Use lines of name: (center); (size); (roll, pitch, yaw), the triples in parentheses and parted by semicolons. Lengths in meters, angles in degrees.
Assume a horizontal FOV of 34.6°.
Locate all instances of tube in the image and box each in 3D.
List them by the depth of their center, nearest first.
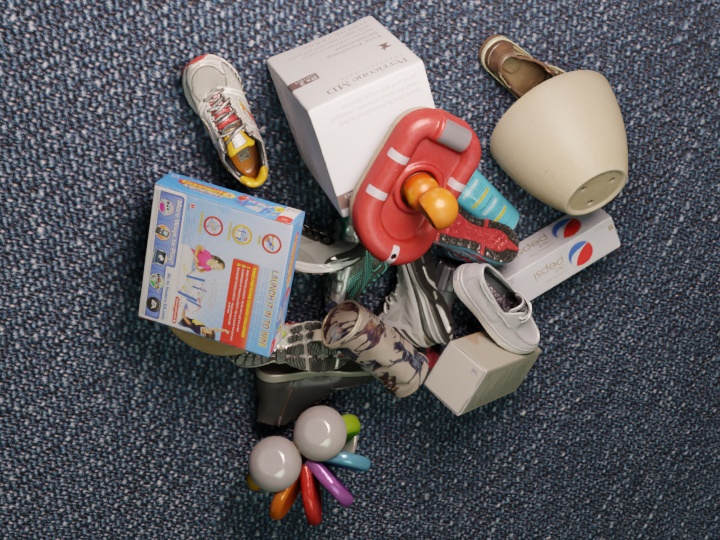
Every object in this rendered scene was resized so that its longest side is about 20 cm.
tube: (0.158, -0.127, 1.742); (0.199, 0.050, 0.078); (37, 88, -29)

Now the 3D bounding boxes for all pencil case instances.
pencil case: (0.021, 0.119, 1.719); (0.089, 0.078, 0.200); (-14, 142, 34)

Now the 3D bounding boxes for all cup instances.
cup: (0.307, -0.167, 1.671); (0.199, 0.144, 0.201); (-20, 150, -12)

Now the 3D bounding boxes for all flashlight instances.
flashlight: (0.124, 0.080, 1.831); (0.067, 0.068, 0.202); (10, 109, -21)

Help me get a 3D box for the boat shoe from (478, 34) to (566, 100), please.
boat shoe: (0.259, -0.267, 1.683); (0.201, 0.075, 0.075); (22, 107, -30)

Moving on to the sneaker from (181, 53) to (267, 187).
sneaker: (-0.171, -0.199, 1.542); (0.077, 0.082, 0.201); (-30, 124, -4)

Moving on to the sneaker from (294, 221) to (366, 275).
sneaker: (-0.090, -0.042, 1.634); (0.198, 0.074, 0.080); (8, 107, 6)

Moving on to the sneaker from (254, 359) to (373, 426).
sneaker: (-0.070, 0.178, 1.805); (0.198, 0.075, 0.107); (-3, 125, -14)

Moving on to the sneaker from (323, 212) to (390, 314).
sneaker: (0.000, 0.000, 1.720); (0.090, 0.078, 0.202); (5, 117, -17)

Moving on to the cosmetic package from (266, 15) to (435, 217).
cosmetic package: (-0.004, -0.207, 1.533); (0.164, 0.200, 0.166); (-25, 124, -8)

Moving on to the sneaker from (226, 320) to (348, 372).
sneaker: (-0.113, 0.105, 1.730); (0.198, 0.085, 0.078); (6, 95, -17)

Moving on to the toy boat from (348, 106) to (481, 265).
toy boat: (0.077, -0.092, 1.430); (0.130, 0.131, 0.201); (20, 110, -32)

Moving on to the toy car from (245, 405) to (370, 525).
toy car: (-0.071, 0.310, 1.792); (0.199, 0.151, 0.175); (-33, 163, -2)

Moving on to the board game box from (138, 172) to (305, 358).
board game box: (-0.188, -0.007, 1.548); (0.194, 0.056, 0.202); (17, 115, 8)

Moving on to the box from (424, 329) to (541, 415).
box: (0.195, 0.153, 1.825); (0.199, 0.078, 0.095); (-9, 134, -57)

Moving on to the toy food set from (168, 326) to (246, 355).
toy food set: (-0.204, 0.025, 1.624); (0.196, 0.049, 0.202); (18, 116, 8)

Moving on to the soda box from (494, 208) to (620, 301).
soda box: (0.309, -0.027, 1.840); (0.199, 0.068, 0.064); (-31, 124, -3)

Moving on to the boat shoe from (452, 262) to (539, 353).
boat shoe: (0.224, 0.056, 1.771); (0.200, 0.068, 0.072); (49, 52, -25)

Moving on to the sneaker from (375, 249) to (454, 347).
sneaker: (0.059, 0.028, 1.764); (0.114, 0.076, 0.202); (-15, 98, 29)

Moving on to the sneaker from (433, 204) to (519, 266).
sneaker: (0.135, -0.050, 1.746); (0.199, 0.095, 0.080); (26, 64, -15)
